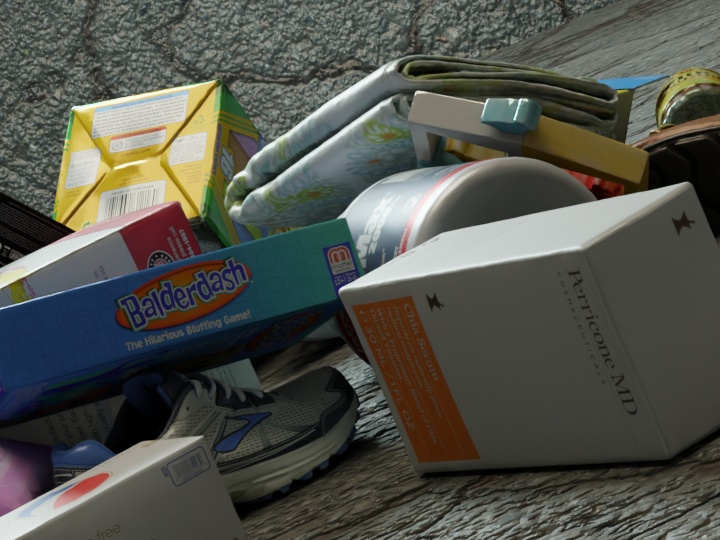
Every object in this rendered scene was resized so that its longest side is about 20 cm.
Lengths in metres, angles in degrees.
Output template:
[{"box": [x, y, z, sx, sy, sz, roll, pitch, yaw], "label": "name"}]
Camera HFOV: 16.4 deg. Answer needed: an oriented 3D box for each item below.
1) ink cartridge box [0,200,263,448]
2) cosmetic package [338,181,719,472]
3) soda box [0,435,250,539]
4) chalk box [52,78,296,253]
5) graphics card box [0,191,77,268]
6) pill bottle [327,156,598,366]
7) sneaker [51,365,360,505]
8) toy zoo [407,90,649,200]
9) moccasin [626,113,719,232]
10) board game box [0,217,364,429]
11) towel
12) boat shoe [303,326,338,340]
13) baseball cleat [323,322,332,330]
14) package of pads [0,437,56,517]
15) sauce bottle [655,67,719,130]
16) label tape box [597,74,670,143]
[{"box": [-0.187, 0.070, 1.478, 0.199, 0.146, 0.144, -27, 9, -31], "label": "ink cartridge box"}, {"box": [0.084, 0.031, 1.130, 0.071, 0.102, 0.200, -28, 8, -31], "label": "cosmetic package"}, {"box": [-0.153, 0.147, 1.163, 0.199, 0.064, 0.068, -27, 9, -29], "label": "soda box"}, {"box": [-0.116, -0.021, 1.766, 0.124, 0.200, 0.124, -9, 54, 20], "label": "chalk box"}, {"box": [-0.258, 0.047, 1.566, 0.201, 0.125, 0.051, -67, 19, -11], "label": "graphics card box"}, {"box": [0.047, 0.003, 1.349, 0.119, 0.120, 0.200, -26, 7, -19], "label": "pill bottle"}, {"box": [-0.079, 0.084, 1.297, 0.077, 0.086, 0.200, -14, 11, 47], "label": "sneaker"}, {"box": [0.095, -0.052, 1.385, 0.131, 0.021, 0.200, 16, -14, 10], "label": "toy zoo"}, {"box": [0.174, -0.046, 1.521, 0.201, 0.074, 0.078, -30, 12, 29], "label": "moccasin"}, {"box": [-0.111, 0.032, 1.330, 0.199, 0.045, 0.152, -15, -8, -20], "label": "board game box"}, {"box": [0.037, -0.072, 1.500, 0.170, 0.048, 0.200, 3, -21, -33], "label": "towel"}, {"box": [-0.020, 0.005, 1.705, 0.068, 0.074, 0.199, -20, 6, 42], "label": "boat shoe"}, {"box": [0.000, 0.000, 1.563, 0.200, 0.106, 0.070, -92, 26, -82], "label": "baseball cleat"}, {"box": [-0.253, 0.123, 1.300, 0.199, 0.076, 0.121, 8, 8, 3], "label": "package of pads"}, {"box": [0.238, -0.109, 1.760, 0.064, 0.065, 0.200, -22, 8, 7], "label": "sauce bottle"}, {"box": [0.104, -0.087, 1.740, 0.199, 0.064, 0.144, -15, 10, -40], "label": "label tape box"}]
